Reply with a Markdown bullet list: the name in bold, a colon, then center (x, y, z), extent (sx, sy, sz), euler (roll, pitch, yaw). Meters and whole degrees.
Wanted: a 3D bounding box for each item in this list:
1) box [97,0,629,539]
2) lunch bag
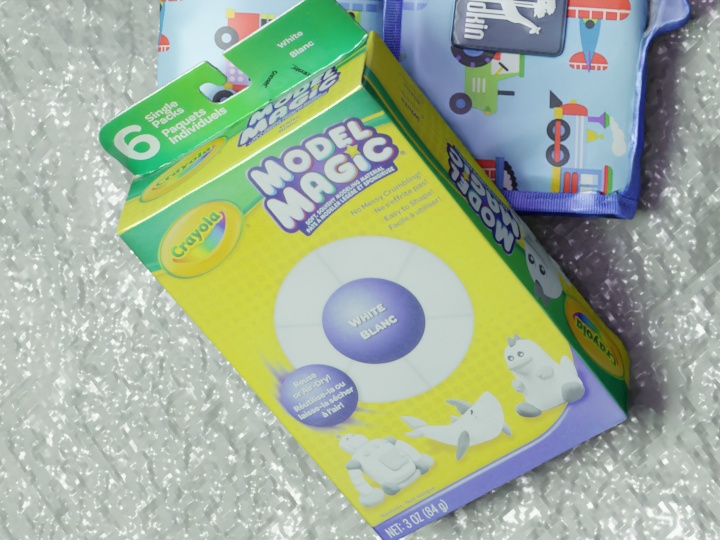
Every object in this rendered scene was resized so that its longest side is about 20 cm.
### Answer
- **box**: center (0.000, 0.000, 1.050), extent (0.117, 0.048, 0.200), euler (-30, 113, 22)
- **lunch bag**: center (0.029, -0.098, 1.088), extent (0.200, 0.094, 0.151), euler (2, 90, 13)
